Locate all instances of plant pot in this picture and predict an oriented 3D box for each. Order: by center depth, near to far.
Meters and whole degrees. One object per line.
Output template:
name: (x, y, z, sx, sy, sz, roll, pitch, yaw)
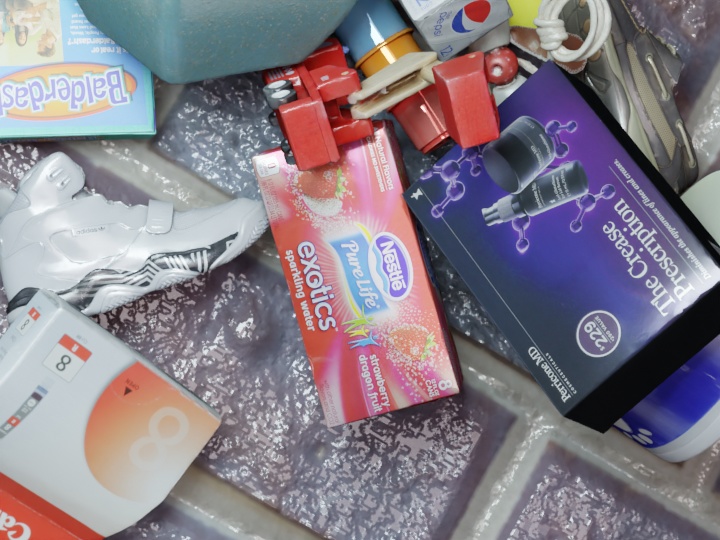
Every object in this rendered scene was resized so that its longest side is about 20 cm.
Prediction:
plant pot: (-0.099, -0.238, 1.279, 0.195, 0.196, 0.200, -14, 127, -36)

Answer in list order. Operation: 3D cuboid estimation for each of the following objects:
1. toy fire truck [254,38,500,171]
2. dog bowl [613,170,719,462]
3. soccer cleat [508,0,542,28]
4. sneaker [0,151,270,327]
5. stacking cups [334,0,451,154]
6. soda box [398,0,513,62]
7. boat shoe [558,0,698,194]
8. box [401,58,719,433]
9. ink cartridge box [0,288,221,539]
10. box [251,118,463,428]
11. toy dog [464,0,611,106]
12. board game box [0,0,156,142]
toy fire truck: (0.008, -0.120, 1.304, 0.141, 0.200, 0.049, -18, 112, -3)
dog bowl: (0.239, 0.031, 1.378, 0.079, 0.200, 0.200, 32, 84, -7)
soccer cleat: (0.084, -0.261, 1.409, 0.065, 0.084, 0.201, -25, 94, -10)
sneaker: (-0.168, -0.038, 1.363, 0.200, 0.075, 0.115, -22, 96, -7)
stacking cups: (0.002, -0.173, 1.390, 0.060, 0.061, 0.200, -30, 86, -10)
soda box: (0.027, -0.246, 1.352, 0.063, 0.068, 0.200, -32, 62, 5)
boat shoe: (0.196, -0.142, 1.445, 0.073, 0.074, 0.201, -19, 96, -26)
box: (0.143, -0.016, 1.283, 0.141, 0.079, 0.200, -44, 61, 15)
ink cartridge box: (-0.214, 0.135, 1.330, 0.162, 0.050, 0.200, 39, 83, -35)
box: (0.000, 0.000, 1.376, 0.099, 0.095, 0.201, -15, 92, 5)
toy dog: (0.126, -0.122, 1.410, 0.132, 0.096, 0.201, 4, 108, 19)
board game box: (-0.224, -0.191, 1.369, 0.152, 0.045, 0.201, -2, 89, -12)
